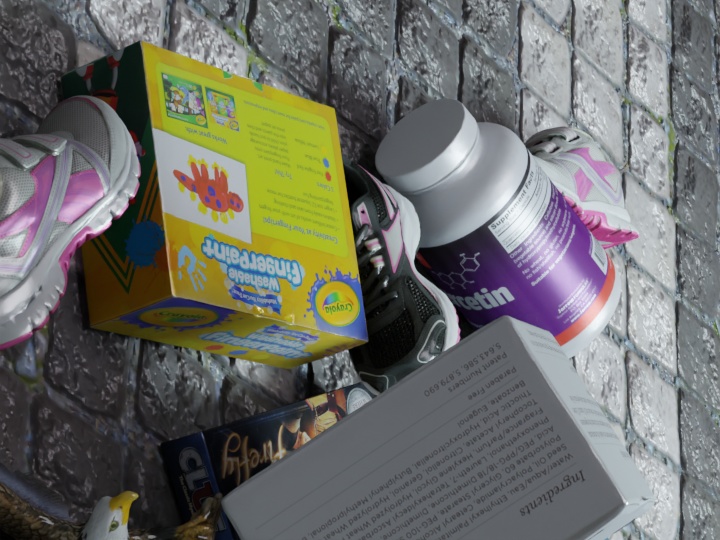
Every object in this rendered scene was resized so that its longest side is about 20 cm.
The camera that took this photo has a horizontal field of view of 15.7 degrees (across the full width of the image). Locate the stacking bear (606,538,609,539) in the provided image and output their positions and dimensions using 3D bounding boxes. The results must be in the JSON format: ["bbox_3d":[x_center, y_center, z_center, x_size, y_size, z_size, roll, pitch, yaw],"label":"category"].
[{"bbox_3d":[0.102,0.185,1.798,0.200,0.121,0.114,50,45,-17],"label":"stacking bear"}]

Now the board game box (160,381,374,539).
[{"bbox_3d":[-0.039,0.153,1.663,0.200,0.035,0.136,-14,87,-58],"label":"board game box"}]

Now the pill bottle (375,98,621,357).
[{"bbox_3d":[0.096,-0.028,1.888,0.200,0.112,0.112,50,38,-30],"label":"pill bottle"}]

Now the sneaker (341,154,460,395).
[{"bbox_3d":[0.000,0.000,1.738,0.086,0.080,0.200,45,15,-38],"label":"sneaker"}]

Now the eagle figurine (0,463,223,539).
[{"bbox_3d":[-0.168,0.155,1.410,0.200,0.151,0.152,8,20,-24],"label":"eagle figurine"}]

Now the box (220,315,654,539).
[{"bbox_3d":[0.051,0.135,1.515,0.131,0.200,0.199,58,7,9],"label":"box"}]

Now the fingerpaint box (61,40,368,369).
[{"bbox_3d":[-0.091,-0.036,1.643,0.200,0.073,0.167,14,62,-53],"label":"fingerpaint box"}]

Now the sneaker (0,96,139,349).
[{"bbox_3d":[-0.193,-0.044,1.469,0.088,0.081,0.200,56,34,-26],"label":"sneaker"}]

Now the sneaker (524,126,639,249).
[{"bbox_3d":[0.142,-0.069,2.020,0.200,0.081,0.088,20,55,-60],"label":"sneaker"}]
